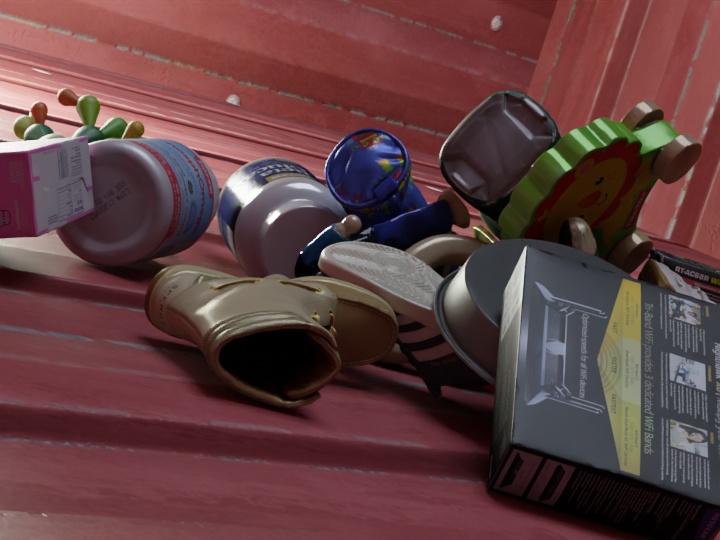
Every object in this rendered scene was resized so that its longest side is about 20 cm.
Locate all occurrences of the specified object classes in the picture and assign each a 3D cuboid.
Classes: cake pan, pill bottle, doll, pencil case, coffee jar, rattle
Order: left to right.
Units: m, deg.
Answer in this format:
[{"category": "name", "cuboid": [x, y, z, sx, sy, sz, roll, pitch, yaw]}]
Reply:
[{"category": "pill bottle", "cuboid": [-0.191, -0.063, 1.615, 0.108, 0.109, 0.200, 19, 8, 10]}, {"category": "pill bottle", "cuboid": [-0.068, -0.038, 1.705, 0.111, 0.111, 0.200, 16, 8, -15]}, {"category": "doll", "cuboid": [0.000, 0.000, 1.568, 0.200, 0.137, 0.048, -21, 46, -24]}, {"category": "pencil case", "cuboid": [0.035, -0.047, 1.666, 0.087, 0.078, 0.200, 43, -7, 33]}, {"category": "rattle", "cuboid": [0.033, 0.041, 1.564, 0.199, 0.131, 0.143, -13, 8, -19]}, {"category": "coffee jar", "cuboid": [0.143, -0.082, 1.631, 0.085, 0.104, 0.200, 45, 2, 22]}, {"category": "cake pan", "cuboid": [0.155, 0.040, 1.392, 0.200, 0.037, 0.200, 14, 32, -9]}]

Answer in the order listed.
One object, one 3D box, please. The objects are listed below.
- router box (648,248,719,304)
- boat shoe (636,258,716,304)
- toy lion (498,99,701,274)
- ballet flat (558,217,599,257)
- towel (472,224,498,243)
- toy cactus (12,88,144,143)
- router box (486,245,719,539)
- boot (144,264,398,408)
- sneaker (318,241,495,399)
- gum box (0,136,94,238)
[{"category": "router box", "cuboid": [0.336, 0.081, 1.650, 0.199, 0.150, 0.062, 18, 7, -4]}, {"category": "boat shoe", "cuboid": [0.274, 0.049, 1.514, 0.069, 0.071, 0.200, 19, 23, -7]}, {"category": "toy lion", "cuboid": [0.193, -0.056, 1.583, 0.191, 0.200, 0.069, -24, 59, -33]}, {"category": "ballet flat", "cuboid": [0.205, 0.037, 1.563, 0.057, 0.200, 0.067, -13, 32, 6]}, {"category": "towel", "cuboid": [0.144, 0.019, 1.631, 0.086, 0.018, 0.200, 60, -1, -18]}, {"category": "toy cactus", "cuboid": [-0.306, -0.124, 1.937, 0.200, 0.103, 0.165, 24, 28, 21]}, {"category": "router box", "cuboid": [0.174, 0.085, 1.261, 0.157, 0.052, 0.200, 17, 42, -5]}, {"category": "boot", "cuboid": [-0.039, 0.050, 1.303, 0.199, 0.073, 0.155, 12, 9, -27]}, {"category": "sneaker", "cuboid": [0.049, 0.050, 1.437, 0.200, 0.085, 0.075, 28, 31, 14]}, {"category": "gum box", "cuboid": [-0.286, -0.066, 1.434, 0.113, 0.066, 0.200, -3, 7, 5]}]
